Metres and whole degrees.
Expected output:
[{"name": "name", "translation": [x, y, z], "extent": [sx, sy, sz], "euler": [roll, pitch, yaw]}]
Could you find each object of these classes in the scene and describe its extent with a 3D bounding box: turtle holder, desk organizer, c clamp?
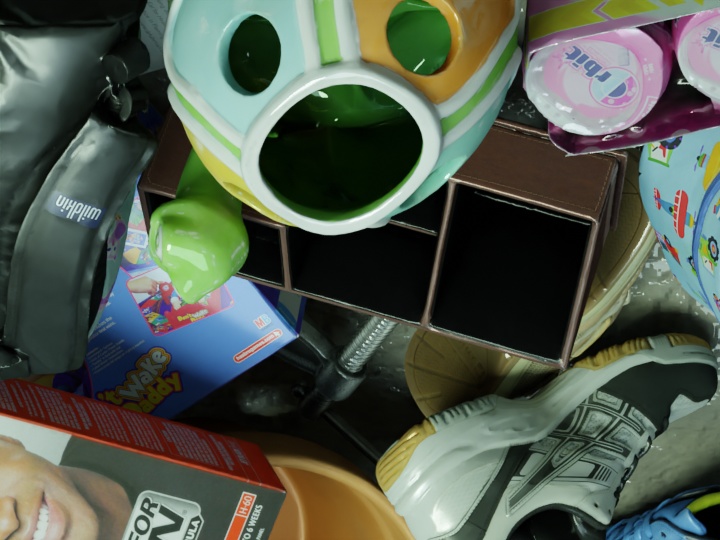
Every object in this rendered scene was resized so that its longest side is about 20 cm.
[{"name": "turtle holder", "translation": [-0.023, -0.078, 1.043], "extent": [0.185, 0.132, 0.141], "euler": [-20, 128, 17]}, {"name": "desk organizer", "translation": [0.009, -0.029, 1.152], "extent": [0.199, 0.077, 0.072], "euler": [16, 156, 8]}, {"name": "c clamp", "translation": [0.000, 0.000, 1.261], "extent": [0.170, 0.027, 0.200], "euler": [34, 132, 3]}]

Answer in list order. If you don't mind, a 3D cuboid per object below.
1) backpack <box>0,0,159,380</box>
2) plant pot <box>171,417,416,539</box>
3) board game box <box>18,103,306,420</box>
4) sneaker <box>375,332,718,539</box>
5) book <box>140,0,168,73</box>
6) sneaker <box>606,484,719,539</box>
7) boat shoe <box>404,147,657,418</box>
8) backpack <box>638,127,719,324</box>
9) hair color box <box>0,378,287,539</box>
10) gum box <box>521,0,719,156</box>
[{"name": "backpack", "translation": [-0.158, -0.049, 1.107], "extent": [0.166, 0.127, 0.201], "euler": [6, 133, 3]}, {"name": "plant pot", "translation": [-0.073, 0.163, 1.344], "extent": [0.199, 0.140, 0.201], "euler": [-5, 108, -16]}, {"name": "board game box", "translation": [-0.145, 0.023, 1.256], "extent": [0.200, 0.045, 0.135], "euler": [-32, 109, 18]}, {"name": "sneaker", "translation": [0.102, 0.096, 1.273], "extent": [0.199, 0.088, 0.076], "euler": [-21, 161, -31]}, {"name": "book", "translation": [-0.056, -0.152, 1.118], "extent": [0.199, 0.048, 0.134], "euler": [-14, 137, 20]}, {"name": "sneaker", "translation": [0.164, 0.140, 1.371], "extent": [0.199, 0.066, 0.079], "euler": [-6, 128, 42]}, {"name": "boat shoe", "translation": [0.093, 0.003, 1.259], "extent": [0.064, 0.071, 0.200], "euler": [-14, 157, -40]}, {"name": "backpack", "translation": [0.228, -0.026, 1.132], "extent": [0.199, 0.135, 0.183], "euler": [-21, 133, 8]}, {"name": "hair color box", "translation": [-0.145, 0.108, 1.194], "extent": [0.199, 0.061, 0.102], "euler": [16, 103, -21]}, {"name": "gum box", "translation": [0.160, -0.124, 1.074], "extent": [0.199, 0.114, 0.066], "euler": [-11, 134, 17]}]
